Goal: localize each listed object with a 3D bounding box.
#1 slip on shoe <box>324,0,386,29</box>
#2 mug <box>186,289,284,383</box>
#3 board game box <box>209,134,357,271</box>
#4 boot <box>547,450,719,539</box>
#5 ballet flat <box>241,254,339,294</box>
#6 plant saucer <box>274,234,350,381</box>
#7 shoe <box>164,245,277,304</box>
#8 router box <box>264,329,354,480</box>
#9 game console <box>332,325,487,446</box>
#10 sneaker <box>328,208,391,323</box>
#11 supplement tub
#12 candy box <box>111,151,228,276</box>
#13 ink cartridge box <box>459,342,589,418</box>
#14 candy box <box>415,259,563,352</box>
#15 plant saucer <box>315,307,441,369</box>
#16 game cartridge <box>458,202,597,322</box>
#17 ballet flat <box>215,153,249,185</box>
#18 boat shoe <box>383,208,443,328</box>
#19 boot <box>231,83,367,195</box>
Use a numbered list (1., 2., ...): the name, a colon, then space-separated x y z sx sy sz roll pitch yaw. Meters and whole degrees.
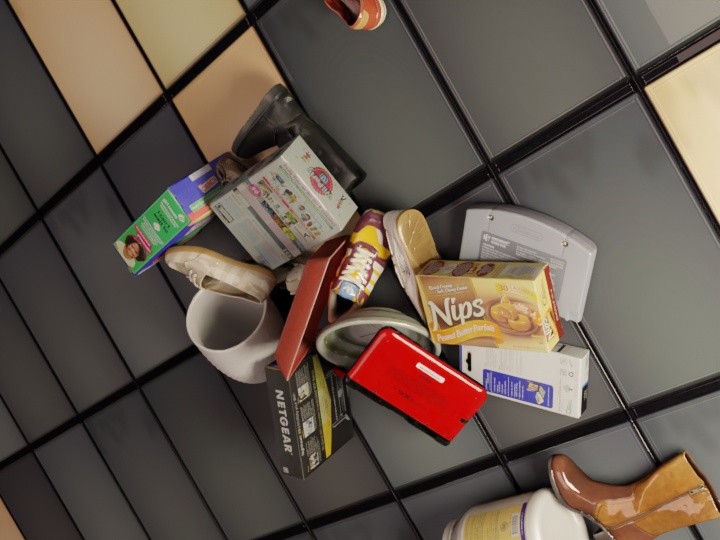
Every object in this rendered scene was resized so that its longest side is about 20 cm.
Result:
1. slip on shoe: -0.042 -0.428 1.450 0.201 0.061 0.074 54 132 6
2. mug: -0.216 0.102 1.742 0.199 0.148 0.176 31 163 32
3. board game box: -0.123 -0.100 1.576 0.199 0.064 0.148 -25 111 44
4. boot: 0.390 0.312 1.456 0.200 0.068 0.189 -39 85 40
5. ballet flat: -0.125 0.010 1.695 0.198 0.075 0.069 10 115 33
6. plant saucer: -0.078 0.047 1.565 0.036 0.200 0.202 20 104 3
7. shoe: -0.235 0.007 1.645 0.197 0.054 0.070 14 154 14
8. router box: -0.083 0.225 1.706 0.052 0.157 0.203 6 113 33
9. game console: 0.075 0.174 1.584 0.199 0.119 0.173 32 113 -11
10. sneaker: 0.000 0.000 1.580 0.074 0.090 0.202 23 127 6
11. supplement tub: 0.238 0.427 1.568 0.199 0.145 0.147 -27 94 41
12. candy box: -0.304 -0.096 1.719 0.077 0.169 0.199 51 131 -2
13. ink cartridge box: 0.242 0.147 1.511 0.198 0.039 0.101 12 117 30
14. candy box: 0.184 0.049 1.455 0.198 0.055 0.117 3 119 38
15. plant saucer: 0.029 0.103 1.591 0.199 0.199 0.051 -24 50 40
16. game cartridge: 0.237 -0.019 1.444 0.198 0.040 0.135 22 125 27
17. ballet flat: -0.156 -0.122 1.653 0.199 0.047 0.068 33 159 8
18. boat shoe: 0.087 -0.004 1.545 0.069 0.070 0.202 13 127 56
19. boot: -0.101 -0.172 1.612 0.200 0.066 0.165 45 137 2
